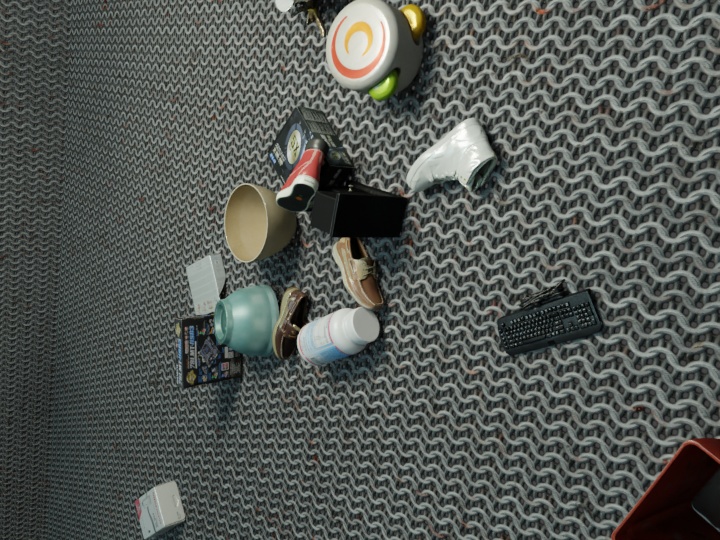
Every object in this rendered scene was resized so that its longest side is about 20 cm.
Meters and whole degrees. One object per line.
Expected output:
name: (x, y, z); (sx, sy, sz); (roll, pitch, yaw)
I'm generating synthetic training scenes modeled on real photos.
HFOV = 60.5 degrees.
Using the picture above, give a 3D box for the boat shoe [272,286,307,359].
boat shoe: (-0.175, 0.147, 1.607); (0.072, 0.072, 0.200); (25, 105, 42)

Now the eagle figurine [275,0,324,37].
eagle figurine: (-0.111, -0.674, 1.436); (0.152, 0.200, 0.151); (37, 79, 3)

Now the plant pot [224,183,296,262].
plant pot: (-0.247, -0.123, 1.618); (0.200, 0.134, 0.201); (2, 93, 47)

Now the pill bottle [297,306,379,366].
pill bottle: (-0.051, 0.152, 1.447); (0.200, 0.109, 0.109); (-26, 74, 44)

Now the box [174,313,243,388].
box: (-0.438, 0.227, 1.793); (0.050, 0.198, 0.201); (3, 95, 48)

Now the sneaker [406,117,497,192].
sneaker: (0.177, -0.191, 1.212); (0.200, 0.074, 0.116); (-42, 60, 38)

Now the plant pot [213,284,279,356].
plant pot: (-0.320, 0.137, 1.679); (0.200, 0.134, 0.201); (-5, 84, 60)

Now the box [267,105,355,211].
box: (-0.126, -0.271, 1.517); (0.164, 0.086, 0.200); (-47, 60, 37)

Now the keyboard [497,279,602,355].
keyboard: (0.321, 0.085, 1.102); (0.200, 0.040, 0.104); (-27, 74, 43)

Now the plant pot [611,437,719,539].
plant pot: (0.504, 0.345, 0.825); (0.200, 0.176, 0.200); (43, 122, 37)

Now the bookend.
bookend: (-0.041, -0.141, 1.353); (0.200, 0.198, 0.092); (25, 110, 44)

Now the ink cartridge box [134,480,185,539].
ink cartridge box: (-0.720, 0.857, 2.210); (0.200, 0.083, 0.147); (-41, 63, 40)

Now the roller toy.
roller toy: (0.034, -0.466, 1.299); (0.182, 0.140, 0.200); (25, 108, 31)

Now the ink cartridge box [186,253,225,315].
ink cartridge box: (-0.473, 0.063, 1.938); (0.160, 0.047, 0.200); (-20, 84, 45)

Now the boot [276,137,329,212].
boot: (-0.130, -0.223, 1.425); (0.200, 0.072, 0.145); (-29, 43, 62)

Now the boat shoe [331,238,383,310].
boat shoe: (0.000, 0.000, 1.411); (0.072, 0.076, 0.200); (-47, 61, 35)
